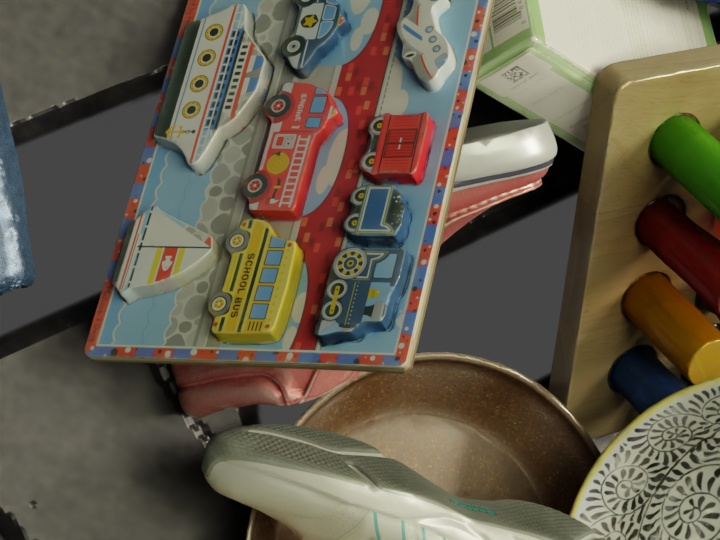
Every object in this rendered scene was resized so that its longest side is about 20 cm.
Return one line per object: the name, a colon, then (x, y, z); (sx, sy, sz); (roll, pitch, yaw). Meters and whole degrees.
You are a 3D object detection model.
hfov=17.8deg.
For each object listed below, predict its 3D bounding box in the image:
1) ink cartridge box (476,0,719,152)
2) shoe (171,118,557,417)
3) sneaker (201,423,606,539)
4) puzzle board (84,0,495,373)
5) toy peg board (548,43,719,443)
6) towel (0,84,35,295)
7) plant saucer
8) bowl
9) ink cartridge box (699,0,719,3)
ink cartridge box: (0.119, -0.120, 1.098); (0.199, 0.048, 0.147); (27, 44, -42)
shoe: (0.000, 0.000, 1.016); (0.198, 0.071, 0.092); (-17, 96, 9)
sneaker: (0.018, 0.127, 1.005); (0.199, 0.070, 0.081); (22, 100, -12)
puzzle board: (-0.029, -0.050, 0.982); (0.017, 0.149, 0.201); (57, 41, -53)
toy peg board: (0.205, 0.000, 1.070); (0.198, 0.098, 0.201); (-11, 127, -24)
towel: (-0.208, -0.078, 0.974); (0.111, 0.048, 0.202); (-12, 89, -25)
plant saucer: (0.032, 0.140, 1.066); (0.199, 0.037, 0.202); (3, 82, -24)
bowl: (0.200, 0.146, 1.053); (0.094, 0.199, 0.203); (2, 81, -64)
ink cartridge box: (0.199, -0.226, 1.093); (0.093, 0.044, 0.202); (5, 80, -23)
